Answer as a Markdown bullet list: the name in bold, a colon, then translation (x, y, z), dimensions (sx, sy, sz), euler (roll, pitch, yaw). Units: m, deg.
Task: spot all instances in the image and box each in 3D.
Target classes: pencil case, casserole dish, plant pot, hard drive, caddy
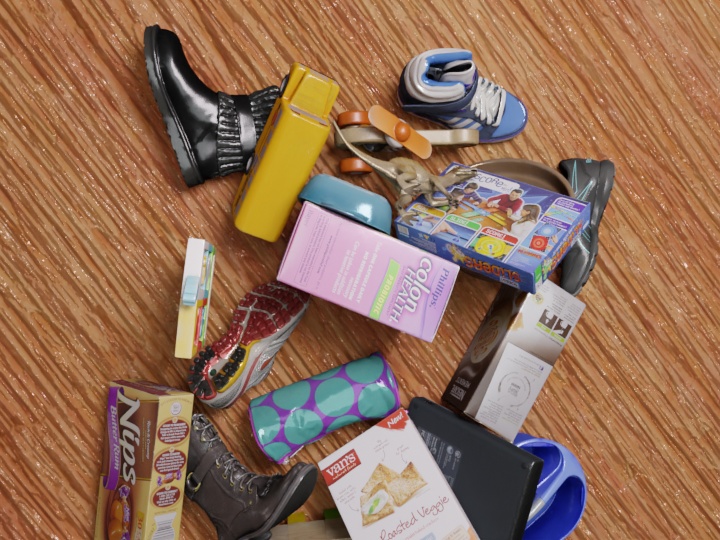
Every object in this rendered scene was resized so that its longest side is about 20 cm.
- **pencil case**: translation (-0.043, 0.180, 0.917), dimensions (0.196, 0.085, 0.094), euler (-21, 76, -7)
- **casserole dish**: translation (-0.015, -0.080, 0.866), dimensions (0.119, 0.200, 0.040), euler (21, 90, -1)
- **plant pot**: translation (0.185, -0.052, 0.928), dimensions (0.198, 0.202, 0.094), euler (-25, 134, -7)
- **hard drive**: translation (0.126, 0.265, 0.885), dimensions (0.032, 0.198, 0.143), euler (10, 97, -44)
- **caddy**: translation (0.208, 0.312, 0.938), dimensions (0.199, 0.105, 0.142), euler (-39, 95, -7)

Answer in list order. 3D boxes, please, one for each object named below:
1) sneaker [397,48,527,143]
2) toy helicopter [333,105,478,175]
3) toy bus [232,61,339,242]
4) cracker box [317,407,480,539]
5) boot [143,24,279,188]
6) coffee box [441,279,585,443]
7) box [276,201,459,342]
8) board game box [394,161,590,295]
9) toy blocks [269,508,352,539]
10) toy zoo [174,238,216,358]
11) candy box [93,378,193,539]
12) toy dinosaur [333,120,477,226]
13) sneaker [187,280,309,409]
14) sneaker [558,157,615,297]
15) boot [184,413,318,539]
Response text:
- **sneaker**: translation (0.147, -0.229, 0.918), dimensions (0.195, 0.146, 0.083), euler (14, 87, -7)
- **toy helicopter**: translation (0.063, -0.176, 0.913), dimensions (0.195, 0.132, 0.081), euler (-2, 89, -8)
- **toy bus**: translation (-0.092, -0.143, 0.853), dimensions (0.064, 0.079, 0.202), euler (19, 114, -22)
- **cracker box**: translation (0.048, 0.291, 0.853), dimensions (0.132, 0.058, 0.202), euler (-32, 55, 0)
- **boot**: translation (-0.178, -0.224, 0.903), dimensions (0.154, 0.080, 0.216), euler (-17, 106, -2)
- **coffee box**: translation (0.201, 0.112, 0.937), dimensions (0.079, 0.114, 0.203), euler (30, 85, -7)
- **box**: translation (0.000, 0.000, 0.878), dimensions (0.196, 0.176, 0.099), euler (21, 89, -8)
- **board game box**: translation (0.157, -0.059, 0.849), dimensions (0.135, 0.198, 0.035), euler (-44, 139, -27)
- **toy blocks**: translation (-0.042, 0.405, 0.919), dimensions (0.195, 0.100, 0.140), euler (-4, 101, -7)
- **toy zoo**: translation (-0.198, 0.032, 0.840), dimensions (0.020, 0.200, 0.135), euler (7, 89, -7)
- **candy box**: translation (-0.270, 0.246, 0.867), dimensions (0.056, 0.115, 0.205), euler (6, 89, -49)
- **toy dinosaur**: translation (0.053, -0.110, 0.843), dimensions (0.196, 0.102, 0.059), euler (12, 130, -21)
- **sneaker**: translation (-0.141, 0.095, 0.917), dimensions (0.077, 0.083, 0.200), euler (33, 68, 28)
- **sneaker**: translation (0.299, -0.062, 0.984), dimensions (0.077, 0.075, 0.205), euler (14, 81, 6)
- **boot**: translation (-0.158, 0.247, 0.857), dimensions (0.175, 0.069, 0.201), euler (49, 114, 18)
